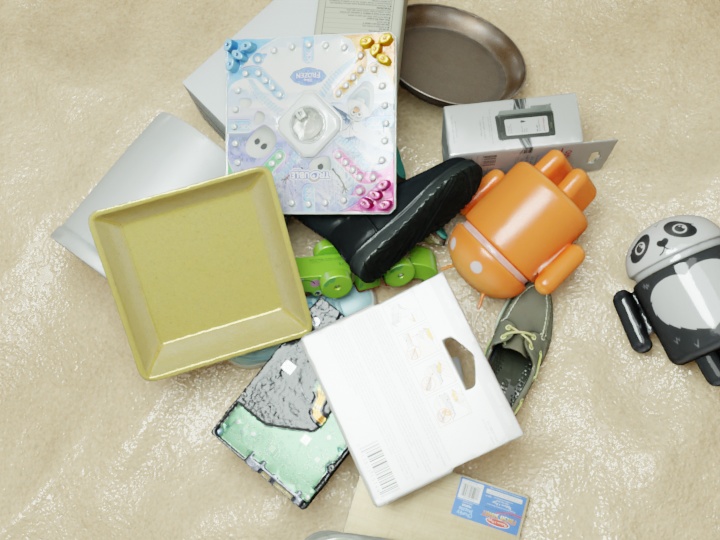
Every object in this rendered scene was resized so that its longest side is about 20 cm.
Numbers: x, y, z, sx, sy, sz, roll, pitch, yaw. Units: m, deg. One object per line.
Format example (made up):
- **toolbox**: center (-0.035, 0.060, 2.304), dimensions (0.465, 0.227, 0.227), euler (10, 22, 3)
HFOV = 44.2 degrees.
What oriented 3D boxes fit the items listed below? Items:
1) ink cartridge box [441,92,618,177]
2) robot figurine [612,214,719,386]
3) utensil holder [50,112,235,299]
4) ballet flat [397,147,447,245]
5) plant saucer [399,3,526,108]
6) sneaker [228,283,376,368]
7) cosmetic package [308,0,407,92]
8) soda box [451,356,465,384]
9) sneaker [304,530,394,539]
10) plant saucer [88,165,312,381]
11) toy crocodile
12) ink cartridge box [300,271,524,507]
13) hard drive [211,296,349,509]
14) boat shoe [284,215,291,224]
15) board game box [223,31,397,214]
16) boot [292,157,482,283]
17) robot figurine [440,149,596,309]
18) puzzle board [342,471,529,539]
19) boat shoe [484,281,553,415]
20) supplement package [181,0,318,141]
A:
- **ink cartridge box**: center (0.203, -0.161, 1.094), dimensions (0.199, 0.116, 0.068), euler (-5, 77, 2)
- **robot figurine**: center (0.391, 0.032, 1.028), dimensions (0.150, 0.125, 0.200), euler (-18, 75, -19)
- **utensil holder**: center (-0.244, -0.066, 1.077), dimensions (0.170, 0.170, 0.200), euler (34, 80, 11)
- **ballet flat**: center (0.038, -0.100, 1.125), dimensions (0.075, 0.068, 0.200), euler (-33, 70, 18)
- **plant saucer**: center (0.113, -0.269, 1.133), dimensions (0.200, 0.032, 0.201), euler (8, 51, -10)
- **sneaker**: center (-0.072, 0.066, 1.075), dimensions (0.200, 0.082, 0.074), euler (-25, 77, -5)
- **cosmetic package**: center (0.004, -0.309, 1.053), dimensions (0.103, 0.073, 0.201), euler (6, 77, 6)
- **soda box**: center (0.026, 0.155, 1.056), dimensions (0.199, 0.063, 0.068), euler (-10, 75, 2)
- **sneaker**: center (0.026, 0.335, 0.978), dimensions (0.199, 0.100, 0.075), euler (7, 74, 4)
- **plant saucer**: center (-0.173, 0.001, 0.981), dimensions (0.199, 0.048, 0.201), euler (-16, 107, -8)
- **toy crocodile**: center (0.000, 0.000, 1.076), dimensions (0.199, 0.062, 0.068), euler (-9, 46, -15)
- **ink cartridge box**: center (0.054, 0.129, 0.967), dimensions (0.176, 0.045, 0.200), euler (-25, 77, -2)
- **hard drive**: center (-0.054, 0.150, 1.011), dimensions (0.140, 0.038, 0.200), euler (36, 81, 11)
- **boat shoe**: center (-0.124, -0.018, 1.113), dimensions (0.062, 0.073, 0.200), euler (36, 83, -4)
- **board game box**: center (-0.059, -0.164, 0.991), dimensions (0.199, 0.026, 0.201), euler (1, 93, 12)
- **boot**: center (0.020, -0.101, 1.050), dimensions (0.200, 0.076, 0.168), euler (-41, 60, -6)
- **robot figurine**: center (0.188, -0.047, 1.053), dimensions (0.144, 0.117, 0.200), euler (44, 98, -7)
- **puzzle board**: center (0.083, 0.309, 1.041), dimensions (0.199, 0.017, 0.151), euler (16, 77, 7)
- **boat shoe**: center (0.185, 0.102, 1.059), dimensions (0.072, 0.060, 0.202), euler (21, 79, 9)
- **supplement package**: center (-0.095, -0.234, 1.136), dimensions (0.200, 0.111, 0.156), euler (-43, 78, -7)
